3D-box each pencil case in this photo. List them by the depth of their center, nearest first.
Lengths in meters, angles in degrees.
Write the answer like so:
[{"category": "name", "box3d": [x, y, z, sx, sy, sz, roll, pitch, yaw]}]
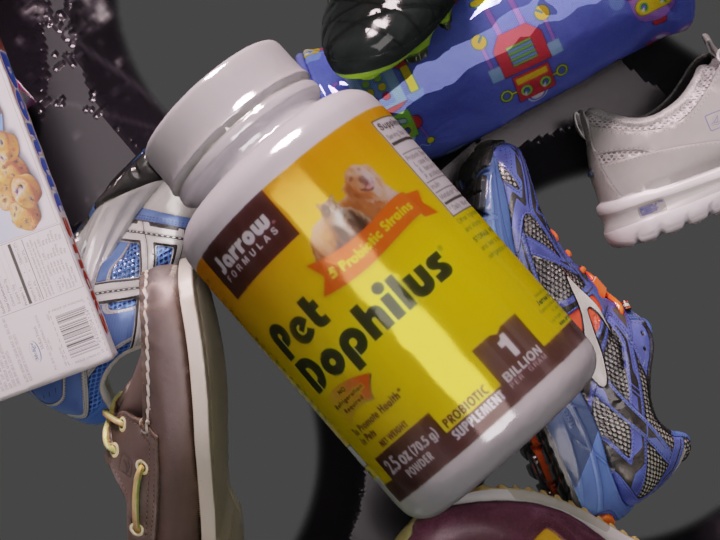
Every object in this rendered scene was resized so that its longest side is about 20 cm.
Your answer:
[{"category": "pencil case", "box3d": [0.066, -0.113, 0.775, 0.199, 0.087, 0.078, -28, 116, -2]}]

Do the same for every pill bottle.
[{"category": "pill bottle", "box3d": [0.000, 0.000, 0.684, 0.109, 0.109, 0.200, -41, 84, -3]}]

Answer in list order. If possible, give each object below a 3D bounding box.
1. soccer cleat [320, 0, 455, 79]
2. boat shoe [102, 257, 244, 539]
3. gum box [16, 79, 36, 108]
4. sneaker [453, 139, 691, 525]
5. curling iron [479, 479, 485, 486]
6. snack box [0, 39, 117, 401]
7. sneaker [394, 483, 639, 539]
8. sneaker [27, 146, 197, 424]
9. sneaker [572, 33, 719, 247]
[{"category": "soccer cleat", "box3d": [0.017, -0.169, 0.733, 0.067, 0.200, 0.081, -7, 134, 31]}, {"category": "boat shoe", "box3d": [-0.090, 0.088, 0.742, 0.059, 0.072, 0.201, -1, 117, 4]}, {"category": "gum box", "box3d": [-0.270, -0.116, 0.761, 0.114, 0.066, 0.200, -45, 92, -2]}, {"category": "sneaker", "box3d": [0.101, 0.028, 0.785, 0.078, 0.075, 0.201, -23, 98, -12]}, {"category": "curling iron", "box3d": [0.038, 0.116, 0.761, 0.026, 0.049, 0.201, 39, 113, 36]}, {"category": "snack box", "box3d": [-0.179, -0.042, 0.720, 0.072, 0.024, 0.201, -20, 93, -1]}, {"category": "sneaker", "box3d": [0.105, 0.166, 0.733, 0.199, 0.090, 0.075, 20, 122, -23]}, {"category": "sneaker", "box3d": [-0.097, -0.012, 0.773, 0.077, 0.076, 0.200, 41, 97, -8]}, {"category": "sneaker", "box3d": [0.200, -0.086, 0.783, 0.199, 0.075, 0.082, -26, 92, -3]}]
